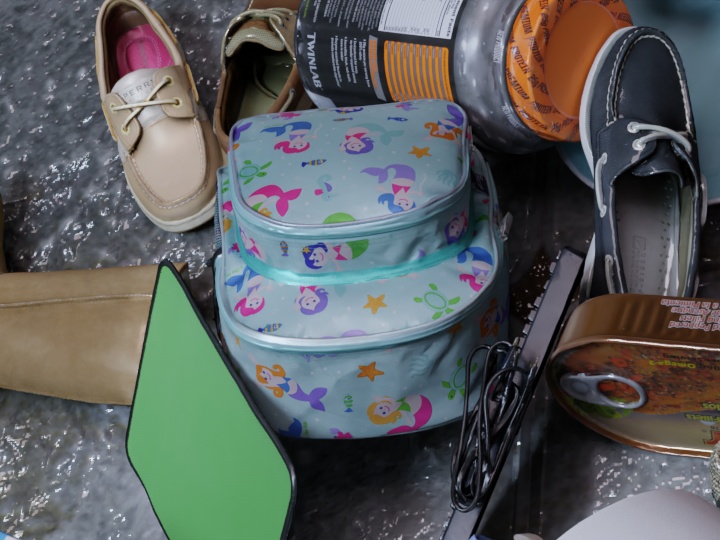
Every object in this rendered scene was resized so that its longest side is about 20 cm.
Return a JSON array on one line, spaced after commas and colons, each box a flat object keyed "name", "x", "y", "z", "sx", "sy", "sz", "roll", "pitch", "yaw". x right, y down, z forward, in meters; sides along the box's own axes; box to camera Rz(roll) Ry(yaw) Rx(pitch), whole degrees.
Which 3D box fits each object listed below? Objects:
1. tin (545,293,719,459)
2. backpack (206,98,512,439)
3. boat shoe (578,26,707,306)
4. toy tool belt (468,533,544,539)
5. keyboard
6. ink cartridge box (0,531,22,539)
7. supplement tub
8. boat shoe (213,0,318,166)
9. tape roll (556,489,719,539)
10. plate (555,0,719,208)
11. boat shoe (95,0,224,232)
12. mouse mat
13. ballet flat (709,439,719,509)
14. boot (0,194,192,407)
[{"name": "tin", "x": 0.197, "y": 0.060, "z": 1.189, "sx": 0.199, "sy": 0.112, "sz": 0.042, "roll": 5, "pitch": 52, "yaw": 27}, {"name": "backpack", "x": 0.000, "y": 0.000, "z": 1.273, "sx": 0.177, "sy": 0.151, "sz": 0.200, "roll": -5, "pitch": 40, "yaw": 2}, {"name": "boat shoe", "x": 0.166, "y": -0.048, "z": 1.276, "sx": 0.075, "sy": 0.060, "sz": 0.201, "roll": 3, "pitch": 79, "yaw": -16}, {"name": "toy tool belt", "x": 0.067, "y": 0.191, "z": 1.138, "sx": 0.123, "sy": 0.125, "sz": 0.200, "roll": 32, "pitch": 91, "yaw": 44}, {"name": "keyboard", "x": 0.070, "y": 0.073, "z": 1.215, "sx": 0.040, "sy": 0.104, "sz": 0.200, "roll": 21, "pitch": 79, "yaw": 7}, {"name": "ink cartridge box", "x": -0.149, "y": 0.249, "z": 1.183, "sx": 0.200, "sy": 0.147, "sz": 0.145, "roll": 15, "pitch": 63, "yaw": 34}, {"name": "supplement tub", "x": 0.064, "y": -0.138, "z": 1.374, "sx": 0.200, "sy": 0.123, "sz": 0.123, "roll": 14, "pitch": 61, "yaw": 45}, {"name": "boat shoe", "x": -0.055, "y": -0.140, "z": 1.486, "sx": 0.075, "sy": 0.074, "sz": 0.200, "roll": -9, "pitch": 52, "yaw": 19}, {"name": "tape roll", "x": 0.149, "y": 0.221, "z": 1.028, "sx": 0.203, "sy": 0.203, "sz": 0.139, "roll": -45, "pitch": 49, "yaw": -12}, {"name": "plate", "x": 0.213, "y": -0.113, "z": 1.372, "sx": 0.200, "sy": 0.026, "sz": 0.201, "roll": -14, "pitch": 50, "yaw": 17}, {"name": "boat shoe", "x": -0.143, "y": -0.110, "z": 1.508, "sx": 0.074, "sy": 0.069, "sz": 0.200, "roll": -27, "pitch": 48, "yaw": 4}, {"name": "mouse mat", "x": -0.088, "y": 0.111, "z": 1.271, "sx": 0.008, "sy": 0.161, "sz": 0.200, "roll": -6, "pitch": 41, "yaw": -26}, {"name": "ballet flat", "x": 0.268, "y": 0.119, "z": 1.134, "sx": 0.200, "sy": 0.075, "sz": 0.068, "roll": 9, "pitch": 59, "yaw": 30}, {"name": "boot", "x": -0.197, "y": 0.009, "z": 1.451, "sx": 0.199, "sy": 0.066, "sz": 0.176, "roll": -2, "pitch": 67, "yaw": 25}]
